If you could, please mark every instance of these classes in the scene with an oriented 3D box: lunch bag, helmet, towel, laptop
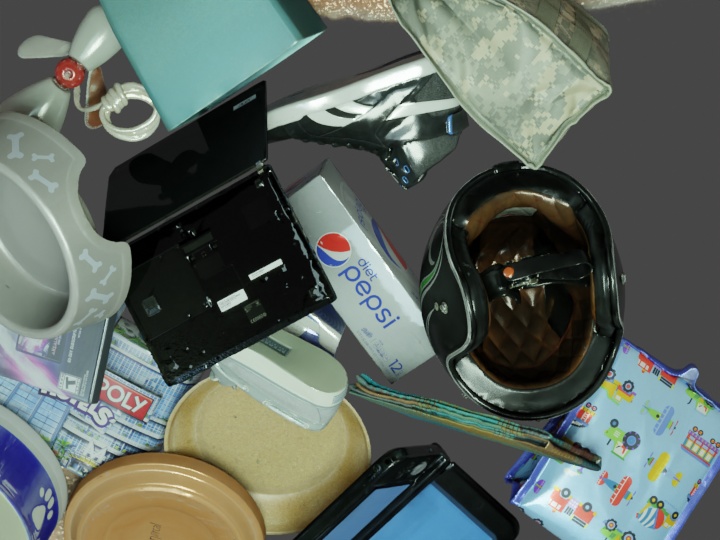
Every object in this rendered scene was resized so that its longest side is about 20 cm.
[{"bbox_3d":[0.111,-0.208,1.382,0.200,0.164,0.118,40,112,-9],"label":"lunch bag"},{"bbox_3d":[0.141,0.023,1.436,0.197,0.202,0.192,2,145,4],"label":"helmet"},{"bbox_3d":[0.104,0.136,1.460,0.198,0.146,0.022,14,83,30],"label":"towel"},{"bbox_3d":[0.253,0.169,1.535,0.150,0.094,0.201,35,97,-4],"label":"lunch bag"},{"bbox_3d":[-0.125,-0.033,1.422,0.176,0.103,0.202,-28,90,18],"label":"laptop"}]

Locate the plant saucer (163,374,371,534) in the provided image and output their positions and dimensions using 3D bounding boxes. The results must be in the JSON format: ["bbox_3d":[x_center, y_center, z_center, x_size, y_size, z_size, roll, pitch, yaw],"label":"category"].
[{"bbox_3d":[-0.087,0.164,1.562,0.198,0.036,0.202,2,121,3],"label":"plant saucer"}]

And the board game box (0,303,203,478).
[{"bbox_3d":[-0.258,0.091,1.558,0.199,0.062,0.201,28,108,-4],"label":"board game box"}]

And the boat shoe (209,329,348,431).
[{"bbox_3d":[-0.106,0.078,1.455,0.200,0.070,0.072,31,126,13],"label":"boat shoe"}]

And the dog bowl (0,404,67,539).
[{"bbox_3d":[-0.384,0.209,1.556,0.198,0.079,0.202,11,130,13],"label":"dog bowl"}]

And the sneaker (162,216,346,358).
[{"bbox_3d":[-0.114,0.043,1.529,0.198,0.081,0.116,28,111,3],"label":"sneaker"}]

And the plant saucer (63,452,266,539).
[{"bbox_3d":[-0.191,0.263,1.591,0.198,0.032,0.202,1,124,2],"label":"plant saucer"}]

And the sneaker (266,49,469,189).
[{"bbox_3d":[0.000,-0.117,1.466,0.198,0.073,0.113,-17,104,8],"label":"sneaker"}]

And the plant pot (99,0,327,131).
[{"bbox_3d":[-0.148,-0.250,1.409,0.140,0.141,0.201,-32,95,13],"label":"plant pot"}]

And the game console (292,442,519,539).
[{"bbox_3d":[0.028,0.272,1.566,0.200,0.176,0.117,-45,71,15],"label":"game console"}]

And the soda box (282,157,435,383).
[{"bbox_3d":[0.000,0.000,1.507,0.068,0.064,0.201,-34,102,16],"label":"soda box"}]

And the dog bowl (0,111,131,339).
[{"bbox_3d":[-0.287,-0.031,1.393,0.199,0.059,0.202,23,131,29],"label":"dog bowl"}]

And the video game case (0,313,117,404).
[{"bbox_3d":[-0.312,0.028,1.510,0.198,0.019,0.145,14,94,23],"label":"video game case"}]

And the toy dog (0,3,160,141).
[{"bbox_3d":[-0.281,-0.148,1.485,0.199,0.096,0.133,-28,96,-1],"label":"toy dog"}]
